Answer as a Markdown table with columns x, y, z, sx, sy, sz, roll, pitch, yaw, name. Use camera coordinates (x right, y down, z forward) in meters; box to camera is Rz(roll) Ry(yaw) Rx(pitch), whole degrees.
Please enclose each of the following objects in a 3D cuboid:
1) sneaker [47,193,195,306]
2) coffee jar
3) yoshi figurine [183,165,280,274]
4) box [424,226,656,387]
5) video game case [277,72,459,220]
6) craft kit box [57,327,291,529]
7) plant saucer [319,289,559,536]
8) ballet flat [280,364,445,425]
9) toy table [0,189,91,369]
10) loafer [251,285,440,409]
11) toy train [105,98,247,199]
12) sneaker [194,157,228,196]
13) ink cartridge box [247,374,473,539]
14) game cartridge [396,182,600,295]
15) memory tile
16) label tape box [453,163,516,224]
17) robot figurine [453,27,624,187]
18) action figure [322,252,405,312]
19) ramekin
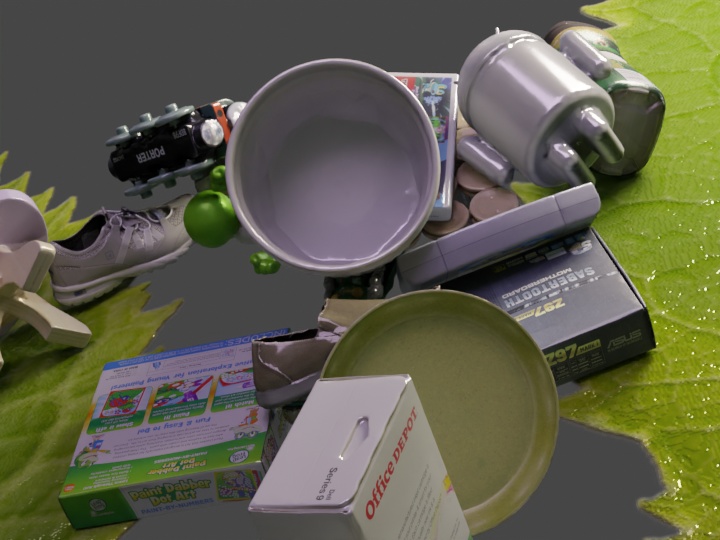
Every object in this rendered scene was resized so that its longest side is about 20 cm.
| x | y | z | sx | sy | sz | roll | pitch | yaw | name |
| --- | --- | --- | --- | --- | --- | --- | --- | --- | --- |
| -0.257 | -0.038 | 1.850 | 0.199 | 0.083 | 0.074 | -32 | 33 | -24 | sneaker |
| 0.246 | -0.186 | 1.771 | 0.084 | 0.105 | 0.201 | 8 | 26 | -16 | coffee jar |
| -0.116 | -0.060 | 1.780 | 0.199 | 0.112 | 0.113 | -11 | 53 | 51 | yoshi figurine |
| 0.148 | 0.047 | 1.521 | 0.198 | 0.051 | 0.158 | -21 | 32 | 0 | box |
| 0.007 | -0.129 | 1.697 | 0.180 | 0.023 | 0.201 | 2 | 47 | 5 | video game case |
| -0.163 | 0.144 | 1.559 | 0.198 | 0.049 | 0.198 | -11 | 30 | 15 | craft kit box |
| 0.062 | 0.117 | 1.367 | 0.198 | 0.202 | 0.031 | -18 | -6 | 3 | plant saucer |
| 0.004 | 0.125 | 1.459 | 0.075 | 0.065 | 0.199 | -12 | -6 | -43 | ballet flat |
| -0.380 | 0.030 | 1.750 | 0.182 | 0.202 | 0.117 | 2 | 30 | -33 | toy table |
| -0.010 | 0.055 | 1.477 | 0.198 | 0.070 | 0.075 | -24 | 4 | 1 | loafer |
| -0.196 | -0.141 | 1.841 | 0.113 | 0.086 | 0.199 | -28 | 9 | -39 | toy train |
| -0.095 | -0.123 | 1.921 | 0.198 | 0.075 | 0.087 | -17 | 21 | -10 | sneaker |
| 0.010 | 0.197 | 1.224 | 0.087 | 0.202 | 0.146 | -3 | 35 | 25 | ink cartridge box |
| 0.130 | -0.025 | 1.590 | 0.198 | 0.041 | 0.133 | -21 | -12 | -1 | game cartridge |
| 0.068 | -0.097 | 1.697 | 0.151 | 0.017 | 0.201 | -14 | 44 | -2 | memory tile |
| 0.065 | -0.119 | 1.812 | 0.198 | 0.067 | 0.144 | 6 | 41 | 32 | label tape box |
| 0.171 | -0.160 | 1.656 | 0.169 | 0.113 | 0.200 | -43 | 54 | 0 | robot figurine |
| 0.000 | 0.000 | 1.674 | 0.117 | 0.055 | 0.201 | -22 | 26 | 21 | action figure |
| -0.023 | -0.087 | 1.576 | 0.198 | 0.202 | 0.105 | -19 | -11 | 0 | ramekin |
